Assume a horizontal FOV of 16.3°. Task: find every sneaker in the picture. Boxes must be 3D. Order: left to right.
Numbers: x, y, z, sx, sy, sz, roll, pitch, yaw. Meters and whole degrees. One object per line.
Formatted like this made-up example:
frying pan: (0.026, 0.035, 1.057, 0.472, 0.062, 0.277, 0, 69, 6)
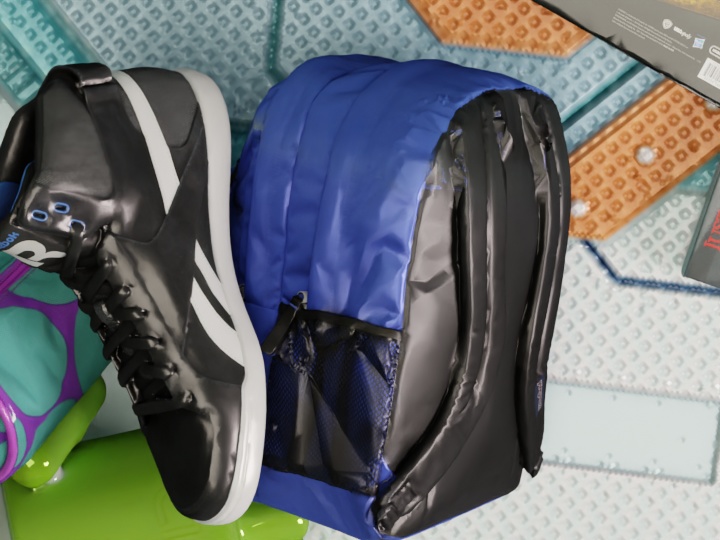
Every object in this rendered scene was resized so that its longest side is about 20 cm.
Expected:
sneaker: (-0.109, 0.011, 1.072, 0.111, 0.073, 0.201, 0, 76, -37)

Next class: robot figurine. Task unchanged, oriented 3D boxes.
robot figurine: (-0.124, 0.139, 1.191, 0.199, 0.116, 0.176, -13, 125, -8)

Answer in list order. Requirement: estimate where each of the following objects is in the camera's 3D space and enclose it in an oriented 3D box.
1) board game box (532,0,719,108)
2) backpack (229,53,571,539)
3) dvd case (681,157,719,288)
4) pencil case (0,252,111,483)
board game box: (0.119, -0.178, 1.155, 0.199, 0.028, 0.136, 30, 102, 5)
backpack: (0.000, 0.000, 1.144, 0.167, 0.162, 0.201, 16, 105, 22)
dvd case: (0.268, -0.033, 1.184, 0.199, 0.022, 0.147, 18, 102, 1)
pencil case: (-0.143, 0.010, 1.142, 0.085, 0.200, 0.093, 15, 132, 20)
